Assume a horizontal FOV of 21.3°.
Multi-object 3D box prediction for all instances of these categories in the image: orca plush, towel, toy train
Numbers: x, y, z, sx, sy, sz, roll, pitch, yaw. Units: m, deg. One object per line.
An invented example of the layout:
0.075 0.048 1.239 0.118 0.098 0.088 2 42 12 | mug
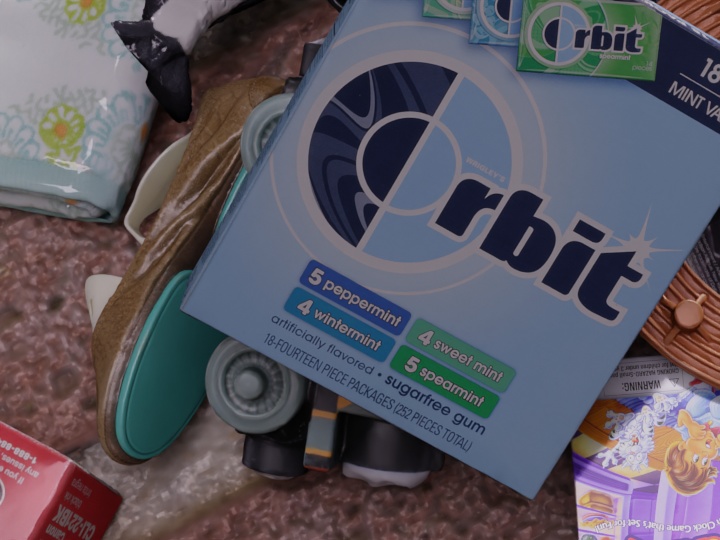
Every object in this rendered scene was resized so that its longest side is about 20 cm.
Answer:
-0.049 -0.154 0.945 0.105 0.071 0.201 30 68 -10 | orca plush
-0.190 -0.120 0.964 0.199 0.048 0.172 11 75 13 | towel
0.000 0.000 0.853 0.113 0.085 0.201 10 96 11 | toy train

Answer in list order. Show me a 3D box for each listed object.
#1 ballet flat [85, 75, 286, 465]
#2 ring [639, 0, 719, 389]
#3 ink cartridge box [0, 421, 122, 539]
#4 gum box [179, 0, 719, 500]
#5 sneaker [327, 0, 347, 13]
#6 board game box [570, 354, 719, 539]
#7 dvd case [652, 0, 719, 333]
-0.088 -0.006 0.905 0.072 0.068 0.201 14 74 35 | ballet flat
0.192 -0.042 0.821 0.199 0.019 0.201 -1 79 3 | ring
-0.224 0.151 0.862 0.144 0.084 0.201 25 79 16 | ink cartridge box
0.048 -0.033 0.778 0.169 0.045 0.201 28 105 -9 | gum box
0.018 -0.156 0.852 0.090 0.076 0.200 -1 41 -16 | sneaker
0.193 0.102 0.825 0.199 0.045 0.135 -5 72 8 | board game box
0.198 -0.076 0.861 0.199 0.016 0.149 -22 82 -10 | dvd case
